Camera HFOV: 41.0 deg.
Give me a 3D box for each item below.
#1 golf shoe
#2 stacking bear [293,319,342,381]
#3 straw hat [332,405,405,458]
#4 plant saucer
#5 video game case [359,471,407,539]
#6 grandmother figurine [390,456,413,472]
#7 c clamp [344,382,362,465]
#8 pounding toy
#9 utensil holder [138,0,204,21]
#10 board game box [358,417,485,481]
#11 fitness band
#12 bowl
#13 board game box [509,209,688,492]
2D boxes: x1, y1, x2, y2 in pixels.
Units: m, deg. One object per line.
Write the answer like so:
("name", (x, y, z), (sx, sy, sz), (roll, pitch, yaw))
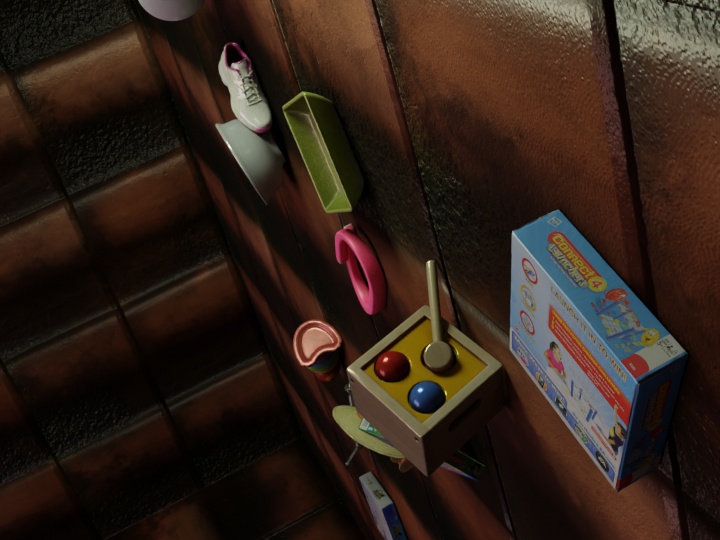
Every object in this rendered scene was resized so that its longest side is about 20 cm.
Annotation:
("golf shoe", (-0.240, -0.380, 1.986), (0.202, 0.074, 0.092), (61, 164, 15))
("stacking bear", (-0.100, 0.218, 2.465), (0.114, 0.120, 0.201), (55, 172, 30))
("straw hat", (0.042, 0.307, 2.048), (0.086, 0.199, 0.201), (-65, 30, 12))
("plant saucer", (-0.055, -0.198, 1.599), (0.202, 0.047, 0.200), (67, 167, -8))
("video game case", (0.073, 0.716, 2.810), (0.181, 0.045, 0.203), (39, 151, 62))
("grandmother figurine", (0.066, 0.377, 2.170), (0.122, 0.060, 0.200), (61, 174, -29))
("c clamp", (-0.006, 0.313, 2.194), (0.171, 0.027, 0.204), (-46, -47, -63))
("pounding toy", (0.096, 0.131, 1.338), (0.183, 0.199, 0.143), (37, 154, 35))
("utensil holder", (-0.391, -0.621, 1.939), (0.172, 0.168, 0.200), (63, 169, 8))
("board game box", (0.102, 0.301, 1.641), (0.134, 0.029, 0.199), (34, 165, -30))
("fitness band", (0.000, 0.000, 1.771), (0.145, 0.037, 0.201), (60, 168, 24))
("bowl", (-0.221, -0.249, 2.060), (0.203, 0.090, 0.201), (57, 179, 2))
("board game box", (0.221, 0.079, 0.937), (0.201, 0.055, 0.197), (56, 165, 37))
